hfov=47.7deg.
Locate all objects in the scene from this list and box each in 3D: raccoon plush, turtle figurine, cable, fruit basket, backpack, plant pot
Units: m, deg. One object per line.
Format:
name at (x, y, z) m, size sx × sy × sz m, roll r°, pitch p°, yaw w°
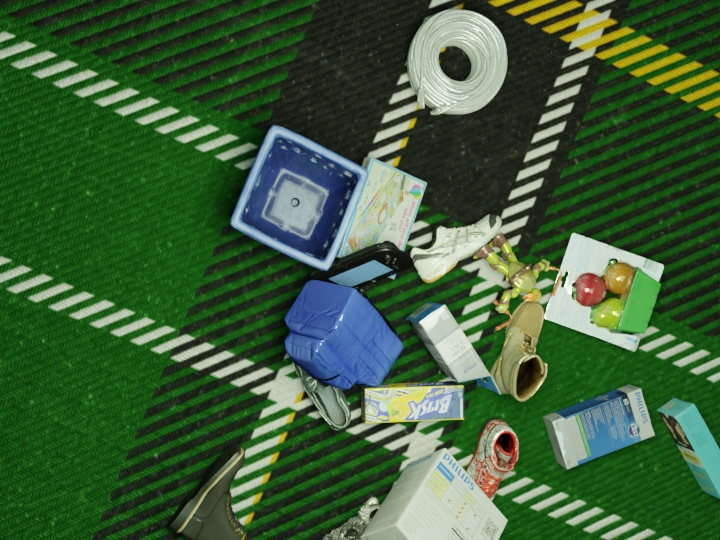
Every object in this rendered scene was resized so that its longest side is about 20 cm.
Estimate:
raccoon plush at (-0.031, 0.511, 1.590) m, size 0.198 × 0.134 × 0.098 m, roll -10°, pitch 109°, yaw 24°
turtle figurine at (0.297, 0.012, 1.595) m, size 0.199 × 0.065 × 0.162 m, roll -38°, pitch 78°, yaw -22°
cable at (0.190, -0.408, 1.609) m, size 0.197 × 0.069 × 0.203 m, roll -8°, pitch 90°, yaw -8°
fruit basket at (0.492, 0.044, 1.651) m, size 0.198 × 0.094 × 0.187 m, roll 19°, pitch 87°, yaw 8°
backpack at (-0.034, 0.134, 1.516) m, size 0.200 × 0.162 × 0.169 m, roll 44°, pitch 72°, yaw -38°
plant pot at (-0.116, -0.127, 1.512) m, size 0.198 × 0.180 × 0.202 m, roll 24°, pitch 87°, yaw -6°

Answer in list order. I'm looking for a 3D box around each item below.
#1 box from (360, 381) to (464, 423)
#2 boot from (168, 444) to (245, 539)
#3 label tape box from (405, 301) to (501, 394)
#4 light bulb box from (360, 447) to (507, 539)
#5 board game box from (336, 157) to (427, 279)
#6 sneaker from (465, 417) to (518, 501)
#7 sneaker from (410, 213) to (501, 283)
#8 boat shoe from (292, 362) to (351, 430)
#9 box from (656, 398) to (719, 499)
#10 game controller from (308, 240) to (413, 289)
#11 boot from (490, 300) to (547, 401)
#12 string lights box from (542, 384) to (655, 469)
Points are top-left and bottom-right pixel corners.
box at (0.102, 0.258, 1.599) m, size 0.197 × 0.064 × 0.071 m, roll -1°, pitch 90°, yaw -8°
boot at (-0.250, 0.445, 1.554) m, size 0.138 × 0.078 × 0.200 m, roll 39°, pitch 98°, yaw -10°
label tape box at (0.175, 0.161, 1.568) m, size 0.066 × 0.143 × 0.201 m, roll -32°, pitch 94°, yaw -7°
light bulb box at (0.141, 0.484, 1.530) m, size 0.199 × 0.125 × 0.200 m, roll 49°, pitch 47°, yaw -5°
board game box at (0.037, -0.101, 1.584) m, size 0.133 × 0.034 × 0.202 m, roll 21°, pitch 87°, yaw -27°
sneaker at (0.254, 0.395, 1.597) m, size 0.066 × 0.108 × 0.204 m, roll 16°, pitch 88°, yaw -7°
sneaker at (0.186, -0.063, 1.605) m, size 0.199 × 0.076 × 0.088 m, roll -36°, pitch 90°, yaw -9°
boat shoe at (-0.074, 0.217, 1.576) m, size 0.072 × 0.062 × 0.202 m, roll -26°, pitch 93°, yaw -7°
box at (0.691, 0.364, 1.668) m, size 0.049 × 0.082 × 0.201 m, roll -31°, pitch 94°, yaw -6°
game controller at (0.000, 0.000, 1.532) m, size 0.104 × 0.198 × 0.043 m, roll 35°, pitch 44°, yaw -42°
boot at (0.323, 0.153, 1.582) m, size 0.072 × 0.155 × 0.202 m, roll 27°, pitch 86°, yaw -6°
string lights box at (0.483, 0.315, 1.652) m, size 0.198 × 0.059 × 0.104 m, roll -18°, pitch 93°, yaw -7°
